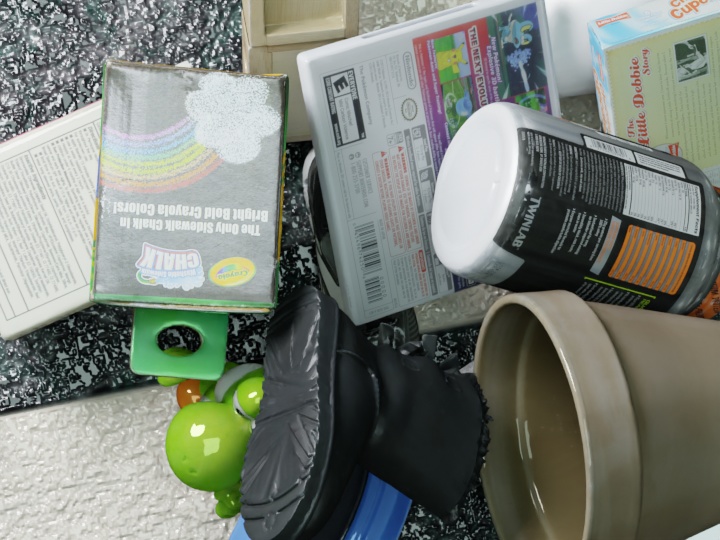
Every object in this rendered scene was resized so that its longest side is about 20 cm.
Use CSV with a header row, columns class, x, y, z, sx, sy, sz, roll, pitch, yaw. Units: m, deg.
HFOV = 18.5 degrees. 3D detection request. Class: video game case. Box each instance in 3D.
class,x,y,z,sx,sy,sz,roll,pitch,yaw
video game case,0.057,-0.080,1.539,0.181,0.023,0.201,-18,114,-16

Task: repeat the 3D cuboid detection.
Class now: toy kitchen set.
class,x,y,z,sx,sy,sz,roll,pitch,yaw
toy kitchen set,-0.096,-0.223,1.606,0.162,0.181,0.201,-6,49,-7

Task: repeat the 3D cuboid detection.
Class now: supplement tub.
class,x,y,z,sx,sy,sz,roll,pitch,yaw
supplement tub,0.159,-0.033,1.514,0.199,0.122,0.123,16,87,-25

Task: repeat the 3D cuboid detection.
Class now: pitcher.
class,x,y,z,sx,sy,sz,roll,pitch,yaw
pitcher,0.166,-0.159,1.607,0.199,0.121,0.172,-30,109,7

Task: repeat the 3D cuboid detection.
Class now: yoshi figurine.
class,x,y,z,sx,sy,sz,roll,pitch,yaw
yoshi figurine,-0.099,0.110,1.528,0.112,0.200,0.113,20,81,-7

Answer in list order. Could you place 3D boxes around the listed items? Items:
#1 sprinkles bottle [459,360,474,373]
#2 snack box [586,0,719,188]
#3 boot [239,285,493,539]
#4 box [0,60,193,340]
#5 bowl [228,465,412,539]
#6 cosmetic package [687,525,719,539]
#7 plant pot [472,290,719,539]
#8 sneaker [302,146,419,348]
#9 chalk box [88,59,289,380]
class,x,y,z,sx,sy,sz,roll,pitch,yaw
sprinkles bottle,0.129,0.073,1.613,0.199,0.068,0.068,-33,91,-4
snack box,0.231,-0.106,1.579,0.115,0.037,0.201,-17,132,-4
boot,0.007,0.117,1.436,0.162,0.073,0.199,34,45,-32
box,-0.186,-0.048,1.576,0.199,0.109,0.129,-24,91,-4
bowl,-0.032,0.187,1.543,0.039,0.201,0.201,29,86,24
cosmetic package,0.236,0.167,1.601,0.071,0.101,0.201,-35,90,-2
plant pot,0.187,0.105,1.471,0.172,0.200,0.202,-6,89,-19
sneaker,0.000,0.000,1.595,0.066,0.090,0.201,-13,89,-3
chalk box,-0.115,-0.030,1.466,0.123,0.124,0.202,4,90,-5
